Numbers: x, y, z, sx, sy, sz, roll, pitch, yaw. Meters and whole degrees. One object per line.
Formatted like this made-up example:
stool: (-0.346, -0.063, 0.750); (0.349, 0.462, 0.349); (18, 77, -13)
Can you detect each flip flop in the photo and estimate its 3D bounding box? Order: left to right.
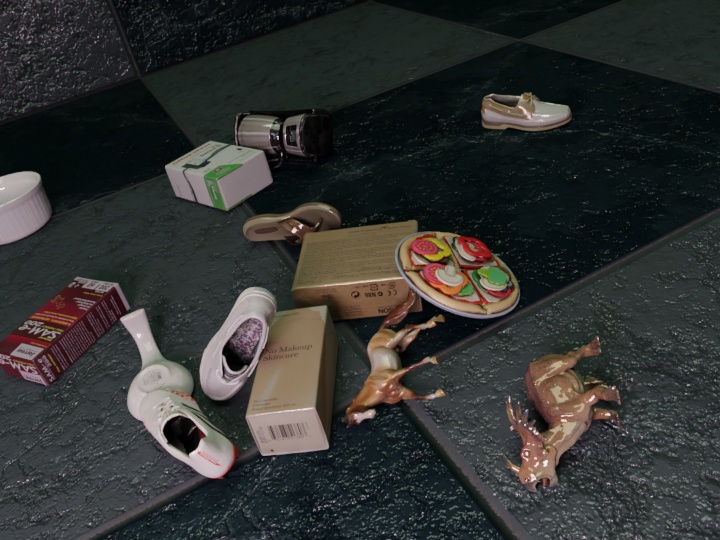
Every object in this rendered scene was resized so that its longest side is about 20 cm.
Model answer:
flip flop: (-0.128, -0.077, 1.217); (0.199, 0.081, 0.058); (-7, 52, 12)

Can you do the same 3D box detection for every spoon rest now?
spoon rest: (-0.315, 0.147, 0.987); (0.099, 0.061, 0.200); (-24, 49, -12)

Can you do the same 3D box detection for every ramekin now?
ramekin: (-0.836, -0.145, 1.536); (0.199, 0.098, 0.201); (-9, 34, 6)

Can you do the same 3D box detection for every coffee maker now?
coffee maker: (-0.166, -0.328, 1.532); (0.199, 0.135, 0.192); (7, 38, 26)

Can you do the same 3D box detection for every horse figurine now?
horse figurine: (0.050, 0.118, 0.880); (0.132, 0.050, 0.201); (-22, 38, 25)

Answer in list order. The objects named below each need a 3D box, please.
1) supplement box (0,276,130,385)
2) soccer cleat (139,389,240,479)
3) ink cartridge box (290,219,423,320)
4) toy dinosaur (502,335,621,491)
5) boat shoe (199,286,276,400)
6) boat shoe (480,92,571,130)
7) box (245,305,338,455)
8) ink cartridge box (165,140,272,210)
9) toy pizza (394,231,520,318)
supplement box: (-0.505, 0.098, 1.107); (0.108, 0.061, 0.200); (6, 40, 26)
soccer cleat: (-0.235, 0.198, 0.836); (0.200, 0.085, 0.069); (25, 72, 40)
ink cartridge box: (0.000, 0.000, 1.056); (0.199, 0.075, 0.165); (-6, 34, 10)
toy dinosaur: (0.226, 0.148, 0.766); (0.135, 0.086, 0.200); (-13, 28, 14)
boat shoe: (-0.166, 0.115, 0.865); (0.072, 0.200, 0.069); (29, 29, -15)
boat shoe: (0.365, -0.356, 1.442); (0.199, 0.069, 0.075); (3, 38, 23)
box: (-0.086, 0.143, 0.879); (0.094, 0.078, 0.200); (-9, 35, 7)
ink cartridge box: (-0.323, -0.219, 1.474); (0.199, 0.083, 0.147); (17, 44, 38)
toy pizza: (0.149, -0.005, 0.976); (0.199, 0.032, 0.201); (13, 36, -9)
